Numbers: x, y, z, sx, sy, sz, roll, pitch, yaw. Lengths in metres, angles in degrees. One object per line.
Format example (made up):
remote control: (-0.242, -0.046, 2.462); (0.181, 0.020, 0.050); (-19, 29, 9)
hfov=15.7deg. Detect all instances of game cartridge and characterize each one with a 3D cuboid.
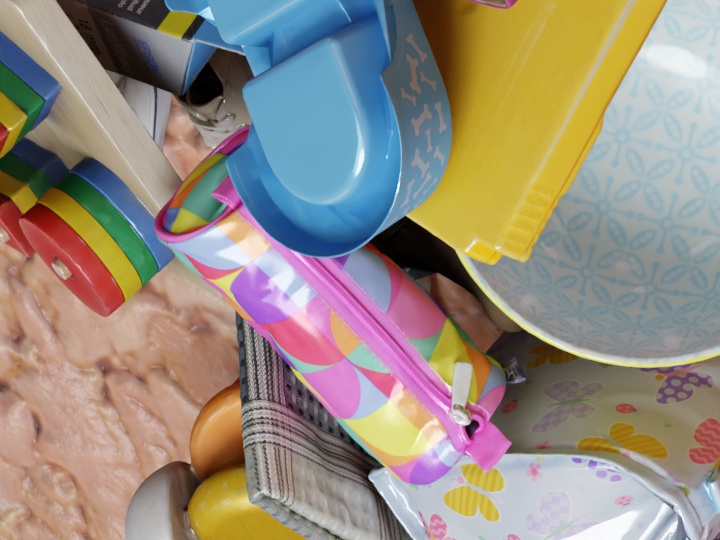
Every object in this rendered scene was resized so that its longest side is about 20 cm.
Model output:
game cartridge: (0.059, -0.120, 1.206); (0.176, 0.032, 0.200); (37, 103, 43)

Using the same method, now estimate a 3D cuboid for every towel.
towel: (-0.001, 0.066, 1.399); (0.034, 0.193, 0.200); (-21, 147, 26)

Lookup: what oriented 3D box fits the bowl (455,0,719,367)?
bowl: (0.136, -0.053, 1.275); (0.200, 0.200, 0.108); (44, -178, 4)

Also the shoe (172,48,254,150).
shoe: (-0.095, -0.120, 1.474); (0.070, 0.053, 0.200); (-11, 113, 44)

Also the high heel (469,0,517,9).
high heel: (-0.005, -0.151, 1.200); (0.200, 0.096, 0.067); (-10, 147, 37)

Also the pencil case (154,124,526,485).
pencil case: (-0.009, 0.019, 1.287); (0.200, 0.088, 0.088); (44, 141, -21)

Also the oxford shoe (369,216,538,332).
oxford shoe: (0.029, -0.022, 1.364); (0.200, 0.084, 0.073); (48, 162, 44)

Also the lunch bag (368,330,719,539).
lunch bag: (0.137, 0.096, 1.358); (0.200, 0.170, 0.127); (-11, 115, 43)

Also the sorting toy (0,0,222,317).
sorting toy: (-0.177, -0.069, 1.349); (0.199, 0.070, 0.200); (26, 155, 55)

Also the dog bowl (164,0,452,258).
dog bowl: (-0.024, -0.106, 1.177); (0.111, 0.050, 0.201); (-25, 83, 45)

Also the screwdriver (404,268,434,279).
screwdriver: (0.000, 0.000, 1.386); (0.029, 0.200, 0.028); (9, 103, 28)

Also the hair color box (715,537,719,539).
hair color box: (0.182, 0.167, 1.427); (0.200, 0.100, 0.061); (2, 120, 39)

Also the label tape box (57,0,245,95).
label tape box: (-0.090, -0.168, 1.357); (0.200, 0.144, 0.063); (21, 153, 27)

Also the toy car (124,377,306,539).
toy car: (-0.037, 0.133, 1.550); (0.175, 0.150, 0.200); (-12, 147, 14)

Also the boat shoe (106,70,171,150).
boat shoe: (-0.165, -0.081, 1.538); (0.074, 0.086, 0.202); (26, 135, 22)
